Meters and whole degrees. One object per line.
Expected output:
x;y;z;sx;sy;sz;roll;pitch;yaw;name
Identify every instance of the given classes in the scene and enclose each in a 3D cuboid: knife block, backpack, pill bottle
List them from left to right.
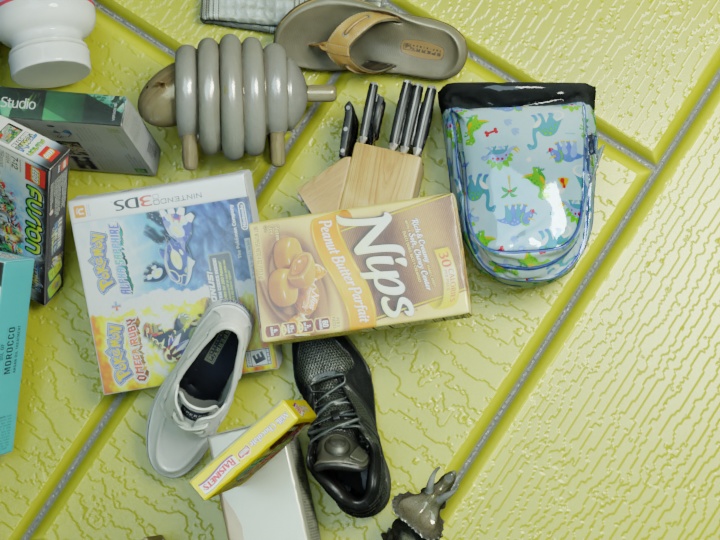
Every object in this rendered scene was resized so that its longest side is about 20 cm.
-0.334;-0.297;1.435;0.108;0.109;0.201;-11;80;4;pill bottle
0.035;-0.082;1.387;0.175;0.064;0.200;-32;80;1;knife block
0.157;-0.083;1.348;0.162;0.154;0.201;1;95;0;backpack

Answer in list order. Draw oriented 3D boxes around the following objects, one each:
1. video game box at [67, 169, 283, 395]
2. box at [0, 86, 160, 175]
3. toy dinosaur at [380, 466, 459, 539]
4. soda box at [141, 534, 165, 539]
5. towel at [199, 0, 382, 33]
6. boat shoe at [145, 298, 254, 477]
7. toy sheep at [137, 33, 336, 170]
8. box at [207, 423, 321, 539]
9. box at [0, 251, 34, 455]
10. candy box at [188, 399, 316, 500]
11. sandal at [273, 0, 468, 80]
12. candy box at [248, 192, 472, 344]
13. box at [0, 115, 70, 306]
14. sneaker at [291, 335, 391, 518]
-0.183;0.012;1.380;0.181;0.047;0.201;-9;97;7;video game box
-0.314;-0.141;1.392;0.199;0.144;0.037;4;75;6;box
0.050;0.286;1.311;0.077;0.102;0.201;4;81;7;toy dinosaur
-0.160;0.351;1.343;0.068;0.064;0.200;-43;80;-2;soda box
-0.062;-0.341;1.452;0.199;0.035;0.194;8;82;6;towel
-0.162;0.123;1.342;0.073;0.065;0.201;18;110;-6;boat shoe
-0.123;-0.171;1.389;0.199;0.138;0.139;-3;81;-9;toy sheep
-0.083;0.249;1.336;0.077;0.095;0.201;-14;79;4;box
-0.381;0.080;1.379;0.082;0.049;0.201;12;99;23;box
-0.089;0.153;1.203;0.102;0.200;0.026;-39;84;-1;candy box
0.009;-0.228;1.403;0.199;0.054;0.081;9;119;4;sandal
0.000;0.000;1.318;0.199;0.055;0.116;-8;83;7;candy box
-0.344;-0.062;1.366;0.110;0.200;0.035;26;48;10;box
-0.021;0.139;1.337;0.076;0.114;0.200;-14;78;2;sneaker
